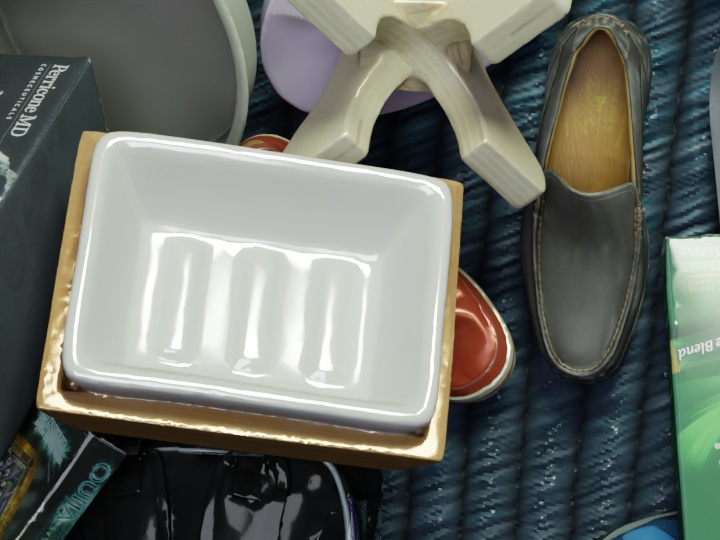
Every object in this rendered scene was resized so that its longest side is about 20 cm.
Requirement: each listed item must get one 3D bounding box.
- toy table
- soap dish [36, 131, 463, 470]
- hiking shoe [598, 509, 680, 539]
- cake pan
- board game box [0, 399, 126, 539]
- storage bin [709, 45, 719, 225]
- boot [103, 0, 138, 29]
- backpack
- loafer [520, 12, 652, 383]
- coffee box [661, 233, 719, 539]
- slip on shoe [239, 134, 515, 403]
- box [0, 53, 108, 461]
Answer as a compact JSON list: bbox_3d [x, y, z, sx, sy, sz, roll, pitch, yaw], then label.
[{"bbox_3d":[0.030,-0.125,1.282,0.183,0.117,0.200,29,123,-24],"label":"toy table"},{"bbox_3d":[-0.053,0.018,1.234,0.199,0.081,0.158,8,62,-4],"label":"soap dish"},{"bbox_3d":[0.115,0.191,1.310,0.199,0.087,0.075,-29,85,9],"label":"hiking shoe"},{"bbox_3d":[-0.138,-0.131,1.335,0.199,0.037,0.201,18,129,23],"label":"cake pan"},{"bbox_3d":[-0.202,0.102,1.328,0.028,0.200,0.136,33,97,-32],"label":"board game box"},{"bbox_3d":[0.262,-0.048,1.236,0.133,0.146,0.201,2,60,-8],"label":"storage bin"},{"bbox_3d":[-0.028,-0.188,1.353,0.199,0.066,0.176,19,99,6],"label":"boot"},{"bbox_3d":[-0.073,0.194,1.311,0.176,0.151,0.201,-1,79,16],"label":"backpack"},{"bbox_3d":[0.119,-0.039,1.320,0.072,0.072,0.201,0,90,9],"label":"loafer"},{"bbox_3d":[0.223,0.081,1.286,0.122,0.044,0.201,-1,75,3],"label":"coffee box"},{"bbox_3d":[0.000,0.000,1.347,0.200,0.061,0.074,42,95,7],"label":"slip on shoe"},{"bbox_3d":[-0.252,-0.014,1.300,0.195,0.200,0.124,5,131,16],"label":"box"}]
